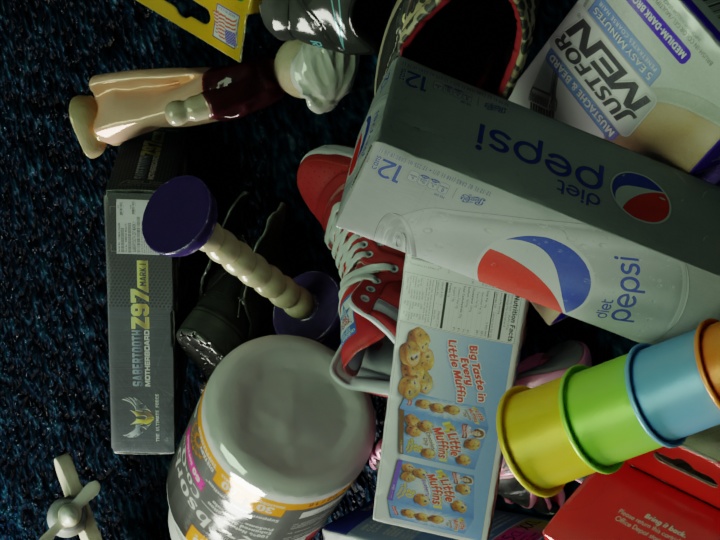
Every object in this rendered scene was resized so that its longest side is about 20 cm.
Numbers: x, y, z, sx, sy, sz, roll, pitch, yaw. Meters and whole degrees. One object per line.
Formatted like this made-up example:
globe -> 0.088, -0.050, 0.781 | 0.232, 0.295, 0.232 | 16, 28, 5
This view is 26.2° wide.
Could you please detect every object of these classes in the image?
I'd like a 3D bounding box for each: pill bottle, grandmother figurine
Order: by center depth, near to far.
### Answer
grandmother figurine -> -0.094, -0.119, 1.022 | 0.198, 0.121, 0.061 | -11, 113, 21
pill bottle -> -0.069, 0.136, 1.052 | 0.117, 0.116, 0.200 | 54, 149, 17

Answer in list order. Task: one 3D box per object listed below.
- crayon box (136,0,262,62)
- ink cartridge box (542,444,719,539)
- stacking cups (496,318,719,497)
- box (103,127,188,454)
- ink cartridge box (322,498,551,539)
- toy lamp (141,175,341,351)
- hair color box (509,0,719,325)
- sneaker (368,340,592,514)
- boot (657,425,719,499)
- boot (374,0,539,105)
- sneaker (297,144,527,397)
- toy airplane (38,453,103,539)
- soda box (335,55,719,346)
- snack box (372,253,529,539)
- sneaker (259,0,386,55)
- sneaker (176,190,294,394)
crayon box -> -0.085, -0.251, 0.981 | 0.125, 0.051, 0.202 | 33, 125, 34
ink cartridge box -> 0.170, 0.178, 0.836 | 0.116, 0.067, 0.201 | 24, 147, 40
stacking cups -> 0.160, 0.051, 0.747 | 0.199, 0.060, 0.061 | -28, 84, 35
box -> -0.152, 0.008, 1.120 | 0.158, 0.050, 0.202 | -93, 6, -66
ink cartridge box -> 0.054, 0.229, 1.030 | 0.199, 0.076, 0.138 | 2, 107, 44
toy lamp -> -0.061, 0.006, 0.995 | 0.058, 0.200, 0.059 | -13, 63, 27
hair color box -> 0.138, -0.075, 0.837 | 0.110, 0.065, 0.200 | 53, 137, 17
sneaker -> 0.084, 0.117, 0.967 | 0.199, 0.079, 0.096 | -28, 95, 49
boot -> 0.215, 0.050, 0.797 | 0.154, 0.072, 0.202 | -15, 96, 50
boot -> 0.050, -0.119, 0.844 | 0.073, 0.151, 0.200 | 30, 128, -7
sneaker -> 0.000, 0.000, 0.970 | 0.200, 0.112, 0.072 | 43, 141, 28
toy airplane -> -0.204, 0.276, 1.274 | 0.199, 0.140, 0.201 | 34, 128, 33
soda box -> 0.092, -0.029, 0.766 | 0.198, 0.069, 0.064 | 21, 135, -8
snack box -> 0.053, 0.062, 0.887 | 0.071, 0.024, 0.202 | 11, 115, 9
sneaker -> -0.003, -0.219, 0.906 | 0.079, 0.075, 0.201 | 27, 130, 21
sneaker -> -0.078, 0.034, 1.105 | 0.060, 0.105, 0.200 | 22, 158, 18
